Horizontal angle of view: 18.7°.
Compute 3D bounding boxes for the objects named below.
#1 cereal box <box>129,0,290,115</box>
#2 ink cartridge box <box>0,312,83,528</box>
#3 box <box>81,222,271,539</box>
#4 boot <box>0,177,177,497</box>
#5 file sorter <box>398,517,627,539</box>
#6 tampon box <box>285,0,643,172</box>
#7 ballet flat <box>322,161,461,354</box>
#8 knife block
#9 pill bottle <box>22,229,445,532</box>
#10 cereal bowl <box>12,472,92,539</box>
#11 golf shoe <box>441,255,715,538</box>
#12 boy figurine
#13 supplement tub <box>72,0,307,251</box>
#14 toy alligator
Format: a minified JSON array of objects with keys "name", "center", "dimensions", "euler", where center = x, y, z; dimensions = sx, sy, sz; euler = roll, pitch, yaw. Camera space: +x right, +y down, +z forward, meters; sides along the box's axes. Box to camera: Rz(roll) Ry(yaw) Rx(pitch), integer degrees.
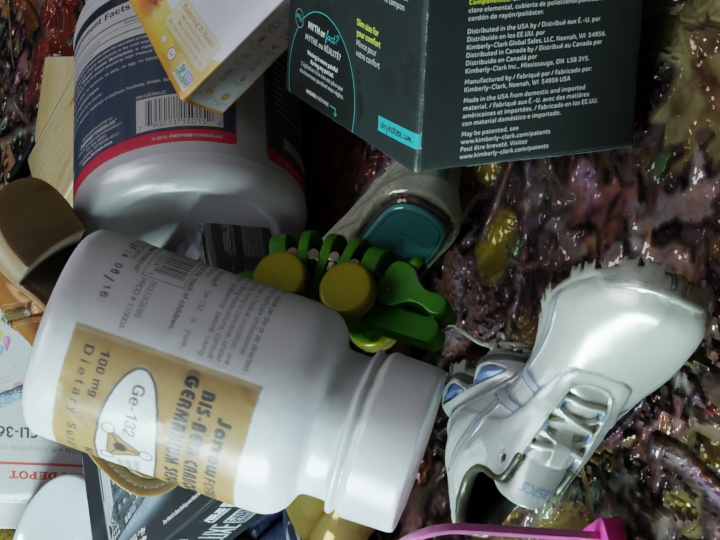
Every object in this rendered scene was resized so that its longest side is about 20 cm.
[{"name":"cereal box","center":[-0.052,-0.206,1.230],"dimensions":[0.200,0.040,0.144],"euler":[-44,56,22]},{"name":"ink cartridge box","center":[-0.223,0.103,1.522],"dimensions":[0.067,0.116,0.200],"euler":[-15,73,55]},{"name":"box","center":[-0.104,0.086,1.290],"dimensions":[0.200,0.050,0.158],"euler":[-42,52,50]},{"name":"boot","center":[-0.166,0.047,1.275],"dimensions":[0.200,0.077,0.155],"euler":[55,163,3]},{"name":"file sorter","center":[0.063,0.236,1.042],"dimensions":[0.139,0.125,0.200],"euler":[-45,49,44]},{"name":"tampon box","center":[0.053,-0.170,1.084],"dimensions":[0.150,0.126,0.200],"euler":[39,131,55]},{"name":"ballet flat","center":[0.000,0.000,1.259],"dimensions":[0.200,0.067,0.062],"euler":[-43,22,41]},{"name":"knife block","center":[-0.186,-0.063,1.541],"dimensions":[0.200,0.064,0.176],"euler":[7,92,57]},{"name":"pill bottle","center":[-0.063,0.062,1.131],"dimensions":[0.114,0.200,0.115],"euler":[19,-90,-84]},{"name":"cereal bowl","center":[-0.162,0.233,1.435],"dimensions":[0.200,0.083,0.200],"euler":[-13,74,55]},{"name":"golf shoe","center":[0.102,0.067,1.039],"dimensions":[0.200,0.078,0.097],"euler":[132,155,-54]},{"name":"boy figurine","center":[-0.026,0.121,1.261],"dimensions":[0.200,0.064,0.124],"euler":[-48,44,47]},{"name":"supplement tub","center":[-0.106,-0.100,1.338],"dimensions":[0.140,0.140,0.200],"euler":[-44,40,45]},{"name":"toy alligator","center":[0.011,0.011,1.179],"dimensions":[0.200,0.059,0.054],"euler":[9,70,22]}]
